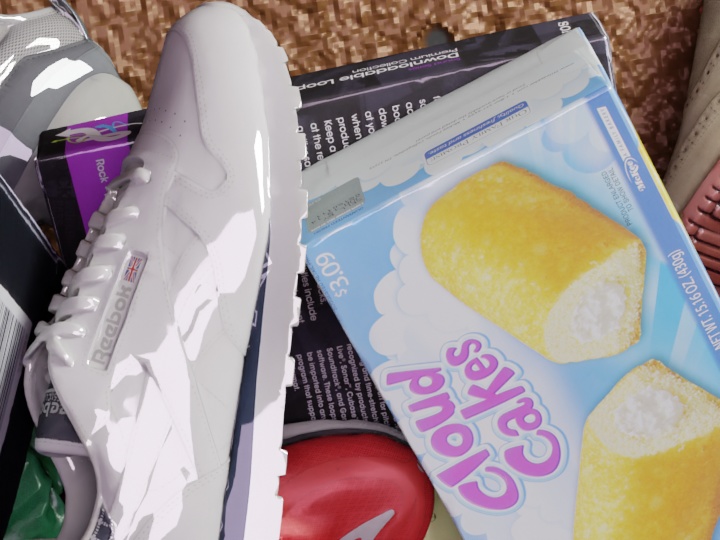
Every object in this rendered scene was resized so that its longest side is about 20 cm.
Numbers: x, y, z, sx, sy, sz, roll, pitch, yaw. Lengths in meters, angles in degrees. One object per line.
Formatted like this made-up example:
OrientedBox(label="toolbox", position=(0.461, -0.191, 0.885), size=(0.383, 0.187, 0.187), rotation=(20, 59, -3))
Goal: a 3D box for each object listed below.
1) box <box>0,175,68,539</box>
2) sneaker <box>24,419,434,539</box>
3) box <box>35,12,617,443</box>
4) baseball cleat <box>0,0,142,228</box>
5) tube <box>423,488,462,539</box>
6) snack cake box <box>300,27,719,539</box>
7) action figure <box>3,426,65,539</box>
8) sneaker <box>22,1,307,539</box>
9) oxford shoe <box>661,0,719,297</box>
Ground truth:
OrientedBox(label="box", position=(-0.207, 0.011, 0.893), size=(0.198, 0.148, 0.105), rotation=(12, 78, 6))
OrientedBox(label="sneaker", position=(-0.060, 0.115, 0.960), size=(0.199, 0.085, 0.077), rotation=(-23, 104, -10))
OrientedBox(label="box", position=(0.000, 0.000, 0.992), size=(0.198, 0.036, 0.144), rotation=(-11, 114, 2))
OrientedBox(label="baseball cleat", position=(-0.175, -0.025, 1.009), size=(0.199, 0.070, 0.107), rotation=(-35, 89, -11))
OrientedBox(label="tube", position=(0.029, 0.167, 1.039), size=(0.052, 0.058, 0.202), rotation=(-13, 101, -39))
OrientedBox(label="snack cake box", position=(0.070, 0.036, 0.958), size=(0.114, 0.067, 0.201), rotation=(-28, 113, 5))
OrientedBox(label="action figure", position=(-0.177, 0.106, 1.016), size=(0.199, 0.055, 0.119), rotation=(-33, 94, -9))
OrientedBox(label="sneaker", position=(-0.064, 0.012, 0.901), size=(0.080, 0.076, 0.202), rotation=(5, 81, -13))
OrientedBox(label="oxford shoe", position=(0.149, -0.069, 1.036), size=(0.070, 0.075, 0.201), rotation=(21, 106, -48))
